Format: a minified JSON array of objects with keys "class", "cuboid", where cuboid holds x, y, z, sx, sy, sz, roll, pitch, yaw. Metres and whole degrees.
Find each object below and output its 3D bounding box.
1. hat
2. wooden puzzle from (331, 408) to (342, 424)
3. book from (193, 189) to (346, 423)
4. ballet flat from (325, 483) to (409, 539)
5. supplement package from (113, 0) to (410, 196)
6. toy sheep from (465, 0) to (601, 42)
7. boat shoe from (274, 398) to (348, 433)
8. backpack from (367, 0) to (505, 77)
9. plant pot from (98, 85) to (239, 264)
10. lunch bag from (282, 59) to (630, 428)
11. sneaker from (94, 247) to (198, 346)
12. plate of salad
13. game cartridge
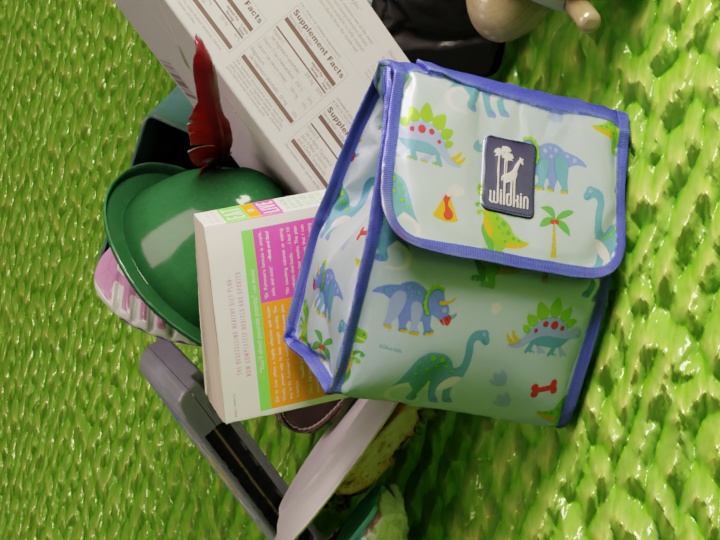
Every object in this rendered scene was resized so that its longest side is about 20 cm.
[{"class":"hat","cuboid":[-0.060,-0.055,1.470,0.176,0.166,0.200,-45,-4,29]},{"class":"wooden puzzle","cuboid":[0.000,0.000,1.698,0.186,0.037,0.201,-108,30,-47]},{"class":"book","cuboid":[-0.004,0.012,1.440,0.048,0.198,0.135,-135,38,-62]},{"class":"ballet flat","cuboid":[-0.001,0.210,1.587,0.200,0.071,0.072,132,140,-53]},{"class":"supplement package","cuboid":[-0.062,-0.152,1.481,0.111,0.201,0.156,-41,23,-10]},{"class":"toy sheep","cuboid":[0.125,-0.229,1.358,0.201,0.137,0.138,-57,30,17]},{"class":"boat shoe","cuboid":[-0.013,0.043,1.569,0.201,0.072,0.072,-59,13,28]},{"class":"backpack","cuboid":[0.049,-0.246,1.543,0.167,0.125,0.201,117,154,-45]},{"class":"plant pot","cuboid":[-0.096,-0.077,1.776,0.200,0.140,0.142,-64,-3,-60]},{"class":"lunch bag","cuboid":[0.065,-0.018,1.365,0.127,0.169,0.202,-139,62,-64]},{"class":"sneaker","cuboid":[-0.104,0.036,1.675,0.089,0.198,0.081,100,-174,-67]},{"class":"plate of salad","cuboid":[0.002,0.124,1.562,0.201,0.048,0.200,-55,3,5]},{"class":"game cartridge","cuboid":[-0.094,0.144,1.695,0.040,0.201,0.133,-36,23,-4]}]
